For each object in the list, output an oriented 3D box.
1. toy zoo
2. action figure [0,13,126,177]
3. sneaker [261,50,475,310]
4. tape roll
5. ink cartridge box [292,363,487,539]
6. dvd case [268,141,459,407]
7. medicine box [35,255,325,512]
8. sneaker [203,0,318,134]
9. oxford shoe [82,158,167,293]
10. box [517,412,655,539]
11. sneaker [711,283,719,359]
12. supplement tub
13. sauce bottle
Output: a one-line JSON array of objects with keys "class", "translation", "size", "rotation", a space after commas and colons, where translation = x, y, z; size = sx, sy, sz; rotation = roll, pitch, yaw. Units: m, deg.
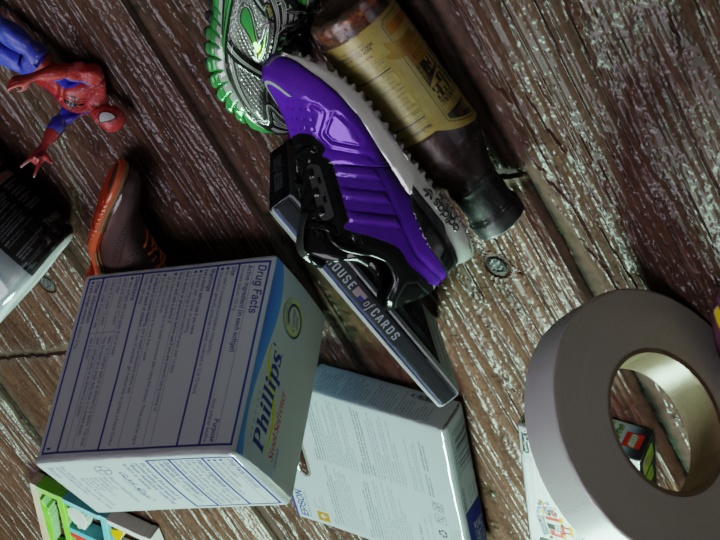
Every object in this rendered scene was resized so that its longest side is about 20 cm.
[{"class": "toy zoo", "translation": [-0.288, 0.315, 1.852], "size": [0.198, 0.021, 0.132], "rotation": [21, 139, 19]}, {"class": "action figure", "translation": [-0.288, -0.160, 1.308], "size": [0.199, 0.099, 0.065], "rotation": [32, 143, 1]}, {"class": "sneaker", "translation": [-0.015, -0.056, 1.109], "size": [0.200, 0.099, 0.070], "rotation": [49, 168, -8]}, {"class": "tape roll", "translation": [0.205, 0.112, 1.126], "size": [0.203, 0.203, 0.037], "rotation": [42, 141, -9]}, {"class": "ink cartridge box", "translation": [0.014, 0.176, 1.466], "size": [0.198, 0.043, 0.198], "rotation": [15, 137, 30]}, {"class": "dvd case", "translation": [0.000, 0.000, 1.226], "size": [0.025, 0.151, 0.200], "rotation": [-37, 108, 9]}, {"class": "medicine box", "translation": [-0.149, 0.098, 1.351], "size": [0.198, 0.184, 0.103], "rotation": [-5, 146, 25]}, {"class": "sneaker", "translation": [-0.065, -0.179, 1.131], "size": [0.084, 0.078, 0.202], "rotation": [12, 135, 26]}, {"class": "oxford shoe", "translation": [-0.202, -0.025, 1.415], "size": [0.072, 0.072, 0.201], "rotation": [13, 145, -4]}, {"class": "box", "translation": [0.195, 0.201, 1.358], "size": [0.109, 0.035, 0.202], "rotation": [15, 137, 25]}, {"class": "sneaker", "translation": [0.270, 0.025, 1.076], "size": [0.074, 0.090, 0.201], "rotation": [20, 139, 19]}, {"class": "supplement tub", "translation": [-0.370, -0.056, 1.452], "size": [0.200, 0.123, 0.122], "rotation": [41, 142, -6]}, {"class": "sauce bottle", "translation": [0.045, -0.110, 1.132], "size": [0.066, 0.066, 0.201], "rotation": [-16, 121, 45]}]
